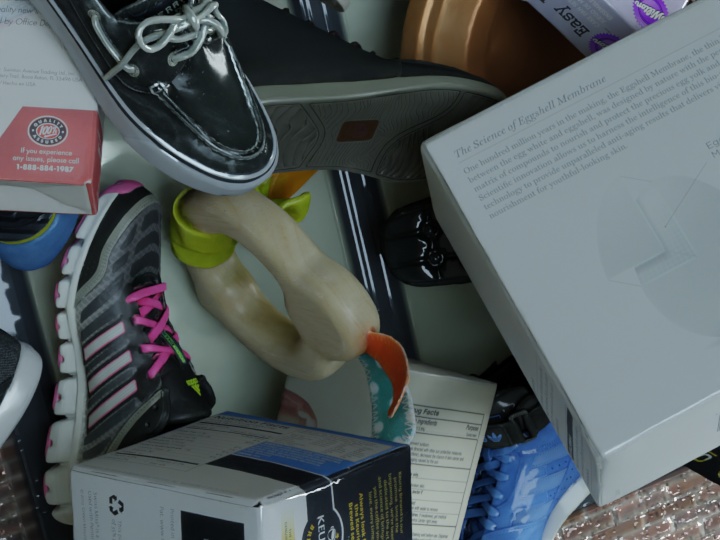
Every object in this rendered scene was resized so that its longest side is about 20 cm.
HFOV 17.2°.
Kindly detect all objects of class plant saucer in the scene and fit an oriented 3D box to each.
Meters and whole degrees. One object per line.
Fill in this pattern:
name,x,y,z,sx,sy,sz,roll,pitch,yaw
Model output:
plant saucer,0.112,-0.135,1.417,0.200,0.037,0.200,-14,114,-33

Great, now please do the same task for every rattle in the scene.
rattle,0.000,0.000,1.318,0.143,0.200,0.130,-26,125,-37

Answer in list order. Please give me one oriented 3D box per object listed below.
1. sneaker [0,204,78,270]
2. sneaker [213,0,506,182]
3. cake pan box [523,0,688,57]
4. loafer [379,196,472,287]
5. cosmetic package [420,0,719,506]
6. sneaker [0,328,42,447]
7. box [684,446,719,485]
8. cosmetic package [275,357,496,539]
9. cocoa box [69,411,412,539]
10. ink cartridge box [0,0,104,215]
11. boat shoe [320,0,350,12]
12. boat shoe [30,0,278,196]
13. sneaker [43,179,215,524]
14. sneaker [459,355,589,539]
sneaker,-0.169,-0.098,1.307,0.066,0.078,0.200,8,77,10
sneaker,-0.014,-0.111,1.323,0.200,0.106,0.075,0,135,-33
cake pan box,0.127,-0.235,1.359,0.200,0.052,0.184,42,59,-16
loafer,0.111,-0.027,1.407,0.200,0.070,0.068,-6,96,0
cosmetic package,0.168,-0.014,1.289,0.199,0.123,0.200,-27,71,-4
sneaker,-0.266,0.105,1.282,0.112,0.073,0.200,33,75,-23
box,0.218,0.045,1.480,0.200,0.049,0.161,30,53,-26
cosmetic package,-0.003,0.147,1.386,0.103,0.087,0.200,14,91,-52
cocoa box,-0.058,0.189,1.249,0.131,0.133,0.200,-17,110,-52
ink cartridge box,-0.188,-0.135,1.240,0.116,0.068,0.200,3,76,-2
boat shoe,-0.052,-0.230,1.279,0.063,0.073,0.200,-40,107,-10
boat shoe,-0.103,-0.124,1.184,0.074,0.068,0.199,-41,101,-31
sneaker,-0.119,0.051,1.319,0.074,0.087,0.200,-16,115,-66
sneaker,0.081,0.124,1.443,0.200,0.077,0.111,-49,120,-16
